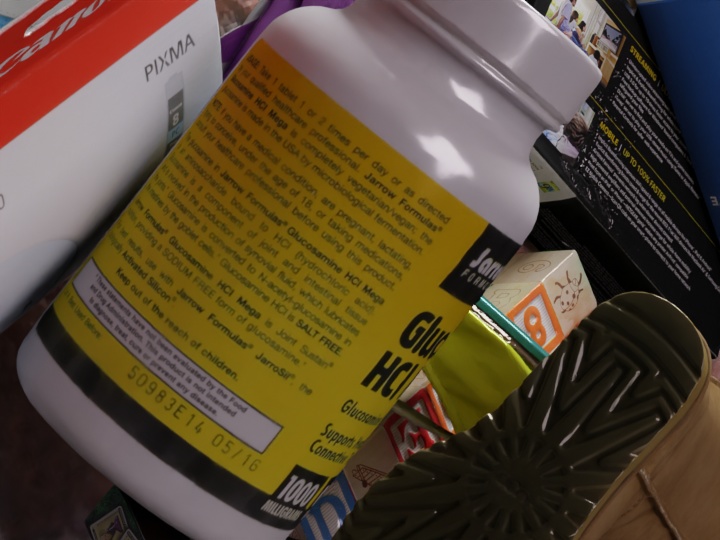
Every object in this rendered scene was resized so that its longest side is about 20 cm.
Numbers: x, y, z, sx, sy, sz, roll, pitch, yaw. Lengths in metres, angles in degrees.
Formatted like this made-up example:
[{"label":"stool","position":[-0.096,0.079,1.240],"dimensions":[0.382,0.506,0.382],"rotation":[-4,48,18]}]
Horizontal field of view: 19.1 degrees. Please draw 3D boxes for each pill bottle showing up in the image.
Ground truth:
[{"label":"pill bottle","position":[-0.014,-0.013,0.715],"dimensions":[0.112,0.112,0.200],"rotation":[34,97,-40]}]

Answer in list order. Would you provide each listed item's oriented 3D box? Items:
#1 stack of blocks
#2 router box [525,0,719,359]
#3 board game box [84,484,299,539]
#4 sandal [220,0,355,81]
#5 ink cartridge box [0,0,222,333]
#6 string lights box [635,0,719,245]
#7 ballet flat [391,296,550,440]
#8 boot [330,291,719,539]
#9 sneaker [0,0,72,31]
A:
[{"label":"stack of blocks","position":[0.035,0.090,0.900],"dimensions":[0.200,0.059,0.115],"rotation":[-39,114,-39]},{"label":"router box","position":[0.122,-0.072,1.000],"dimensions":[0.200,0.051,0.149],"rotation":[45,56,-36]},{"label":"board game box","position":[-0.015,0.159,0.691],"dimensions":[0.105,0.023,0.200],"rotation":[29,24,-47]},{"label":"sandal","position":[-0.037,-0.051,0.787],"dimensions":[0.203,0.082,0.050],"rotation":[-66,156,6]},{"label":"ink cartridge box","position":[-0.096,-0.036,0.676],"dimensions":[0.047,0.200,0.160],"rotation":[47,53,0]},{"label":"string lights box","position":[0.199,-0.081,1.003],"dimensions":[0.103,0.059,0.200],"rotation":[-40,116,-42]},{"label":"ballet flat","position":[0.000,0.000,0.834],"dimensions":[0.200,0.067,0.067],"rotation":[48,5,9]},{"label":"boot","position":[0.082,0.100,0.809],"dimensions":[0.175,0.066,0.200],"rotation":[-39,156,1]},{"label":"sneaker","position":[-0.126,-0.101,0.738],"dimensions":[0.200,0.076,0.081],"rotation":[-37,122,-32]}]
